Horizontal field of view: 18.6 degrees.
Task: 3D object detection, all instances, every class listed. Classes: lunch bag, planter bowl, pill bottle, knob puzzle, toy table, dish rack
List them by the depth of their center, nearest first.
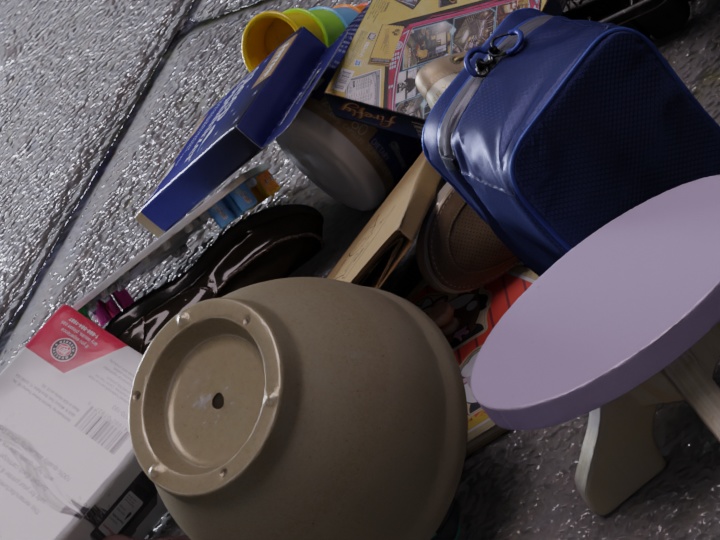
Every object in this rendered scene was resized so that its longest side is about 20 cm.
[{"bbox_3d":[0.175,0.048,1.273,0.199,0.117,0.184,-33,30,13],"label":"toy table"},{"bbox_3d":[-0.054,0.091,1.323,0.199,0.134,0.201,-13,67,34],"label":"planter bowl"},{"bbox_3d":[0.135,-0.073,1.399,0.136,0.200,0.132,-49,28,-11],"label":"lunch bag"},{"bbox_3d":[0.051,0.057,1.497,0.219,0.030,0.220,-30,31,20],"label":"knob puzzle"},{"bbox_3d":[0.186,-0.234,1.698,0.153,0.055,0.201,-22,40,29],"label":"dish rack"},{"bbox_3d":[0.030,-0.154,1.725,0.200,0.111,0.111,-50,30,-15],"label":"pill bottle"}]

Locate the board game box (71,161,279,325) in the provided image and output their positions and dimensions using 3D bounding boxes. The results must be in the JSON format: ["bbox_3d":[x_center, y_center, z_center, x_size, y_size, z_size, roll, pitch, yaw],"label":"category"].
[{"bbox_3d":[-0.154,-0.012,1.755,0.200,0.026,0.200,-38,3,7],"label":"board game box"}]

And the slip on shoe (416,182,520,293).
[{"bbox_3d":[0.124,-0.056,1.506,0.200,0.076,0.061,-35,17,-18],"label":"slip on shoe"}]

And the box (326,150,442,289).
[{"bbox_3d":[0.000,0.000,1.531,0.164,0.021,0.200,-53,4,23],"label":"box"}]

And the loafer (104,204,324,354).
[{"bbox_3d":[-0.103,0.026,1.699,0.200,0.073,0.071,-37,64,2],"label":"loafer"}]

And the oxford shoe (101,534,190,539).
[{"bbox_3d":[-0.106,0.206,1.455,0.199,0.071,0.073,14,51,47],"label":"oxford shoe"}]

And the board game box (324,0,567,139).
[{"bbox_3d":[0.076,-0.189,1.644,0.135,0.035,0.201,17,68,25],"label":"board game box"}]

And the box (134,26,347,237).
[{"bbox_3d":[-0.091,-0.112,1.676,0.200,0.032,0.121,-34,20,49],"label":"box"}]

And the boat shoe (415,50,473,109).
[{"bbox_3d":[0.124,-0.141,1.553,0.199,0.065,0.072,-20,-31,-37],"label":"boat shoe"}]

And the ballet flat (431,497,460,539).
[{"bbox_3d":[-0.006,0.115,1.414,0.073,0.073,0.200,-44,39,-5],"label":"ballet flat"}]

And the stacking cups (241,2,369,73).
[{"bbox_3d":[-0.018,-0.191,1.800,0.060,0.061,0.200,-19,0,34],"label":"stacking cups"}]

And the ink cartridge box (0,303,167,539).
[{"bbox_3d":[-0.220,0.146,1.595,0.145,0.083,0.200,31,72,33],"label":"ink cartridge box"}]
